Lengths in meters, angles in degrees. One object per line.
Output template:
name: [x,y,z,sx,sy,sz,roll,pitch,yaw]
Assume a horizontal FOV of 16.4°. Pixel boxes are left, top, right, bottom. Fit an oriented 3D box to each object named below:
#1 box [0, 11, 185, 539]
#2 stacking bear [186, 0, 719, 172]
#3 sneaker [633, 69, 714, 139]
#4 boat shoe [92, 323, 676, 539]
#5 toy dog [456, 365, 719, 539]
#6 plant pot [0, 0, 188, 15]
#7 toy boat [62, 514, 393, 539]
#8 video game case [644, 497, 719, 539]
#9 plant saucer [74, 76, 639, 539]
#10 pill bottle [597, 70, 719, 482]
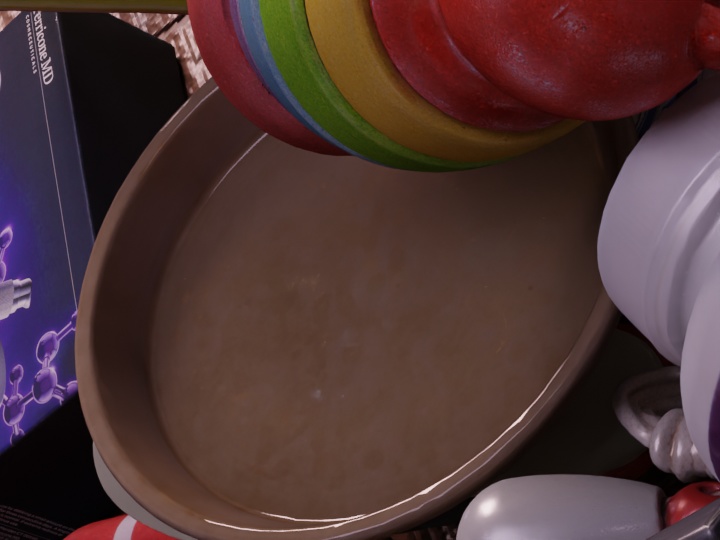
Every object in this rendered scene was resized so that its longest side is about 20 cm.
box: [-0.135,0.004,1.051,0.141,0.079,0.200,-36,49,27]
stacking bear: [0.033,-0.081,0.661,0.114,0.121,0.200,-57,20,-8]
sneaker: [0.057,-0.029,0.853,0.200,0.088,0.075,-57,43,13]
boat shoe: [0.011,0.052,0.825,0.199,0.063,0.071,-9,86,16]
toy dog: [0.134,0.101,0.684,0.199,0.132,0.097,9,114,36]
plant pot: [-0.084,-0.187,0.945,0.199,0.199,0.182,-123,33,-83]
toy boat: [-0.079,0.136,0.884,0.200,0.131,0.131,-18,60,41]
video game case: [0.069,0.173,0.619,0.200,0.025,0.181,-36,90,34]
plant saucer: [0.000,0.000,0.782,0.199,0.029,0.201,-16,54,23]
pill bottle: [0.145,0.033,0.577,0.112,0.112,0.200,-55,48,12]
